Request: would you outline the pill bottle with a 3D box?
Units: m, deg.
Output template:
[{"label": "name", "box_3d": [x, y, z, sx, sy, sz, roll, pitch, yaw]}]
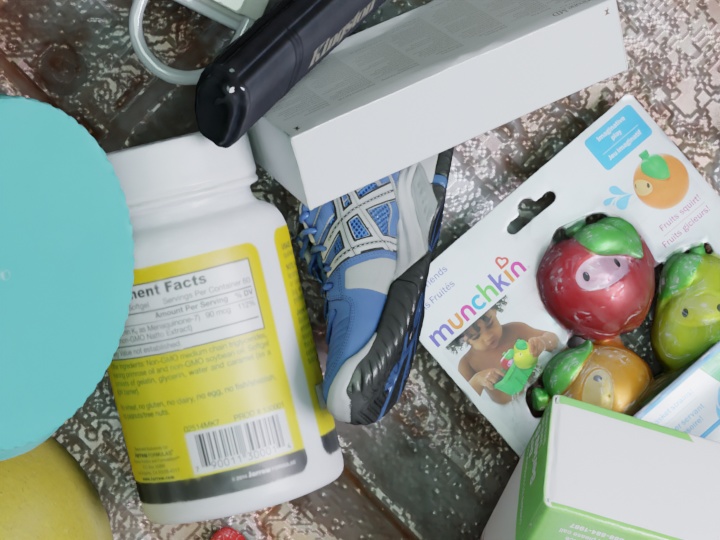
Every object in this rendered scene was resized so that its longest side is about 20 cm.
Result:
[{"label": "pill bottle", "box_3d": [-0.085, 0.027, 1.386, 0.114, 0.114, 0.200, -14, 94, -8]}]

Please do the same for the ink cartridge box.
[{"label": "ink cartridge box", "box_3d": [0.135, 0.177, 1.385, 0.145, 0.084, 0.200, 17, 133, -7]}]

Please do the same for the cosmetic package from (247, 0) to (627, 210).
[{"label": "cosmetic package", "box_3d": [0.038, -0.103, 1.396, 0.200, 0.083, 0.051, -24, 120, -16]}]

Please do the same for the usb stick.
[{"label": "usb stick", "box_3d": [-0.024, -0.134, 1.371, 0.033, 0.055, 0.200, 29, 47, 16]}]

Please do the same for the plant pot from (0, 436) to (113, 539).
[{"label": "plant pot", "box_3d": [-0.226, 0.173, 1.357, 0.200, 0.142, 0.200, 0, 93, -8]}]

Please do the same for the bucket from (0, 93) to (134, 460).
[{"label": "bucket", "box_3d": [-0.222, -0.002, 1.297, 0.207, 0.135, 0.207, -9, 102, -49]}]

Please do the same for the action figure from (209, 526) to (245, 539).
[{"label": "action figure", "box_3d": [-0.037, 0.235, 1.415, 0.099, 0.065, 0.200, -42, 71, 12]}]

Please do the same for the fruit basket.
[{"label": "fruit basket", "box_3d": [0.149, 0.033, 1.433, 0.185, 0.094, 0.200, -40, 94, -5]}]

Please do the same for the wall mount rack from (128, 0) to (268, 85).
[{"label": "wall mount rack", "box_3d": [-0.095, -0.207, 1.401, 0.174, 0.075, 0.200, 26, 88, -12]}]

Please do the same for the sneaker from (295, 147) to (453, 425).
[{"label": "sneaker", "box_3d": [0.000, 0.000, 1.393, 0.077, 0.076, 0.200, 10, 49, 2]}]
